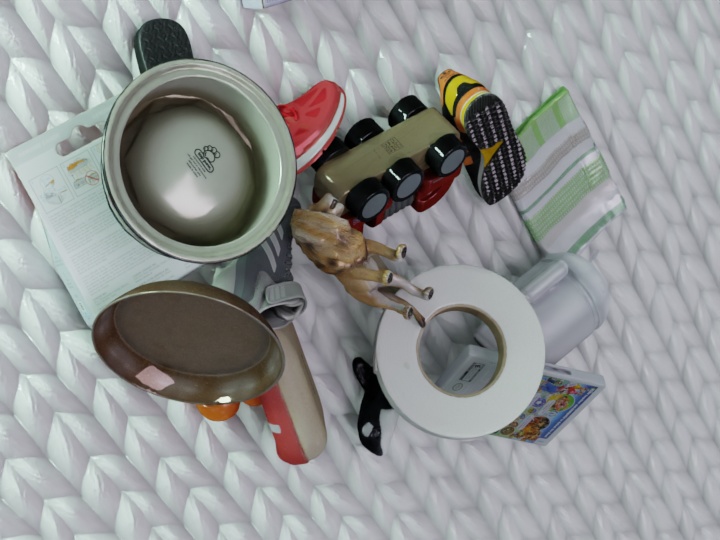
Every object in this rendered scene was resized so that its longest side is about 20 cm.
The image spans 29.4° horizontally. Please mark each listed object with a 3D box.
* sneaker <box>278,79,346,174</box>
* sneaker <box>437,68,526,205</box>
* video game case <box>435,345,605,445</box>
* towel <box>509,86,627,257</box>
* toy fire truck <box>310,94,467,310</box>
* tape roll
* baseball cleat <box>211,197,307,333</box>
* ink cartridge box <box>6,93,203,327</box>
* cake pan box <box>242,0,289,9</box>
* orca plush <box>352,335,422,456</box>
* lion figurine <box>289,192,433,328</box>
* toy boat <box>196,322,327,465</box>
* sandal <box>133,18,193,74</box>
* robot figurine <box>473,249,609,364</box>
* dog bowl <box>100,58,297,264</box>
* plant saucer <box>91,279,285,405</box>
[{"bbox_3d":[-0.106,-0.154,1.486,0.201,0.078,0.116,-53,125,-15],"label":"sneaker"},{"bbox_3d":[0.142,-0.166,1.661,0.070,0.090,0.201,-35,144,-7],"label":"sneaker"},{"bbox_3d":[0.184,0.158,1.703,0.198,0.018,0.144,14,135,-24],"label":"video game case"},{"bbox_3d":[0.261,-0.115,1.777,0.149,0.031,0.201,-44,121,-20],"label":"towel"},{"bbox_3d":[0.036,-0.070,1.592,0.175,0.129,0.201,-30,152,-25],"label":"toy fire truck"},{"bbox_3d":[0.113,0.094,1.586,0.200,0.037,0.205,1,80,-5],"label":"tape roll"},{"bbox_3d":[-0.092,0.000,1.480,0.201,0.106,0.070,-56,167,-41],"label":"baseball cleat"},{"bbox_3d":[-0.258,-0.065,1.431,0.159,0.047,0.201,-32,100,-25],"label":"ink cartridge box"},{"bbox_3d":[-0.063,-0.401,1.480,0.183,0.052,0.202,-26,114,-30],"label":"cake pan box"},{"bbox_3d":[0.026,0.115,1.638,0.070,0.105,0.202,18,102,-2],"label":"orca plush"},{"bbox_3d":[0.000,0.000,1.505,0.073,0.121,0.201,-63,151,-25],"label":"lion figurine"},{"bbox_3d":[-0.122,0.127,1.524,0.129,0.131,0.202,-18,113,1],"label":"toy boat"},{"bbox_3d":[-0.194,-0.159,1.421,0.075,0.048,0.203,-2,76,-26],"label":"sandal"},{"bbox_3d":[0.235,0.054,1.736,0.199,0.113,0.170,-36,151,-17],"label":"robot figurine"},{"bbox_3d":[-0.167,-0.101,1.353,0.198,0.074,0.203,4,80,-24],"label":"dog bowl"},{"bbox_3d":[-0.172,0.070,1.394,0.200,0.199,0.035,38,42,-34],"label":"plant saucer"}]
